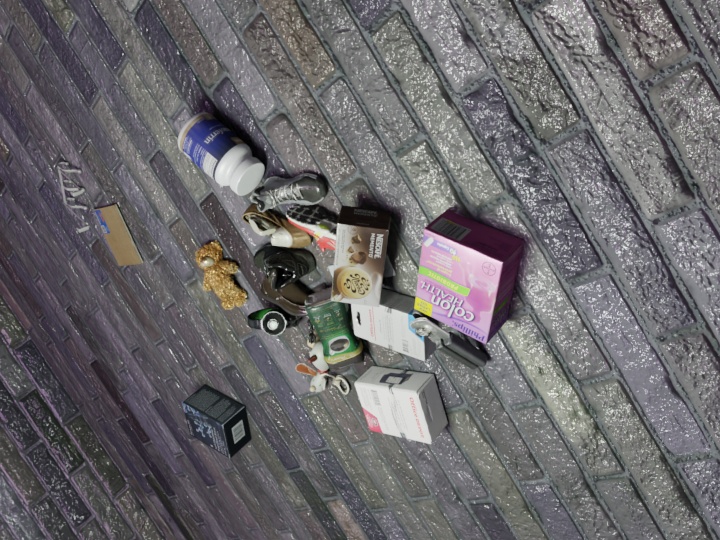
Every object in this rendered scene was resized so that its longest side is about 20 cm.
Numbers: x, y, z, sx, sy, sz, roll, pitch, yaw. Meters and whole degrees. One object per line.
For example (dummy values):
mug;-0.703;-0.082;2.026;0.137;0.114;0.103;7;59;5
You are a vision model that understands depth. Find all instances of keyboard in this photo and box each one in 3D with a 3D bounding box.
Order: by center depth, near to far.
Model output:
keyboard;0.000;0.000;1.666;0.198;0.011;0.057;-12;103;45

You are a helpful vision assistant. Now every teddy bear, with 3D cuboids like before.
teddy bear;-0.393;0.022;1.990;0.143;0.067;0.203;6;121;36

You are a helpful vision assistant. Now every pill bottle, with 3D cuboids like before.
pill bottle;-0.331;-0.276;1.701;0.199;0.115;0.116;40;136;14

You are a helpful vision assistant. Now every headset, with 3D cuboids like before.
headset;-0.201;0.139;1.852;0.197;0.123;0.096;1;104;32

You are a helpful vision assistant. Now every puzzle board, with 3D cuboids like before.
puzzle board;-0.776;-0.111;2.285;0.149;0.017;0.203;-3;114;44

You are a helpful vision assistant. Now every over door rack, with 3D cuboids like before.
over door rack;-0.902;-0.237;2.264;0.200;0.066;0.150;46;142;40

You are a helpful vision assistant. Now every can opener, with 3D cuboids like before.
can opener;0.190;0.140;1.521;0.199;0.068;0.053;32;144;-25

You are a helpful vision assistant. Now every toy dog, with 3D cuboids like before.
toy dog;-0.111;0.259;1.870;0.130;0.096;0.203;14;125;35

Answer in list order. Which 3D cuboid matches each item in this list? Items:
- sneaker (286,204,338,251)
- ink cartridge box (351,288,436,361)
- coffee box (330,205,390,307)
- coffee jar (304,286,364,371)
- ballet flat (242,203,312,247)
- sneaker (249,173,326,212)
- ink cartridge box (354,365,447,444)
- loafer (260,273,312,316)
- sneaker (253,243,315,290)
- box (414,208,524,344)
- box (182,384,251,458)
sneaker;-0.094;-0.086;1.646;0.198;0.077;0.086;29;138;26
ink cartridge box;0.078;0.115;1.627;0.198;0.067;0.117;17;127;33
coffee box;0.000;-0.030;1.553;0.111;0.080;0.203;8;123;2
coffee jar;-0.060;0.146;1.740;0.103;0.086;0.203;-17;114;1
ballet flat;-0.212;-0.101;1.742;0.199;0.072;0.069;32;135;22
sneaker;-0.177;-0.167;1.634;0.198;0.115;0.076;2;118;41
ink cartridge box;0.099;0.323;1.732;0.198;0.084;0.147;1;117;43
loafer;-0.182;0.057;1.818;0.198;0.073;0.072;18;126;31
sneaker;-0.218;-0.010;1.779;0.197;0.114;0.077;11;122;39
box;0.211;0.011;1.417;0.174;0.096;0.202;26;132;27
box;-0.472;0.494;2.343;0.198;0.107;0.151;19;129;33
